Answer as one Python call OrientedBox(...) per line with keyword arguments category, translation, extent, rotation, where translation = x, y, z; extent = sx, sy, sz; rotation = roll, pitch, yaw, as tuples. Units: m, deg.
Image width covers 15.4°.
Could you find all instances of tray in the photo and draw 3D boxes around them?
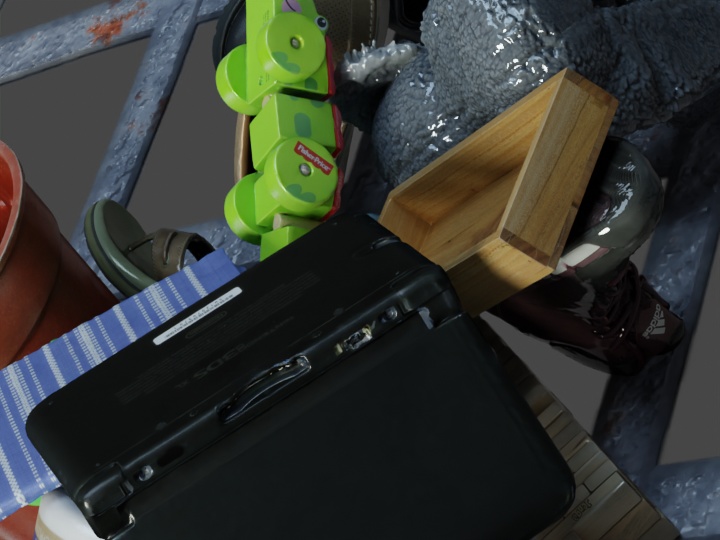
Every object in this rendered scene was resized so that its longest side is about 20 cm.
OrientedBox(category="tray", translation=(0.053, -0.020, 1.329), extent=(0.200, 0.037, 0.099), rotation=(-32, 31, 60))

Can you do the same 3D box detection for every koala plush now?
OrientedBox(category="koala plush", translation=(0.074, -0.100, 1.450), extent=(0.200, 0.178, 0.184), rotation=(-40, 1, 39))

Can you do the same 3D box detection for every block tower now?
OrientedBox(category="block tower", translation=(0.089, 0.092, 1.351), extent=(0.058, 0.054, 0.200), rotation=(-43, 35, 4))

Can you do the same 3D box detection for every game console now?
OrientedBox(category="game console", translation=(-0.032, 0.087, 1.248), extent=(0.199, 0.117, 0.176), rotation=(-32, 26, -10))

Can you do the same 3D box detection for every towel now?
OrientedBox(category="towel", translation=(-0.131, 0.063, 1.349), extent=(0.199, 0.024, 0.145), rotation=(-30, 25, -7))

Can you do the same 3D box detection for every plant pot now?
OrientedBox(category="plant pot", translation=(-0.216, 0.059, 1.572), extent=(0.200, 0.195, 0.202), rotation=(-27, 38, 23))

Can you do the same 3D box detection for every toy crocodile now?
OrientedBox(category="toy crocodile", translation=(-0.036, -0.078, 1.444), extent=(0.067, 0.061, 0.201), rotation=(-38, 51, 54))

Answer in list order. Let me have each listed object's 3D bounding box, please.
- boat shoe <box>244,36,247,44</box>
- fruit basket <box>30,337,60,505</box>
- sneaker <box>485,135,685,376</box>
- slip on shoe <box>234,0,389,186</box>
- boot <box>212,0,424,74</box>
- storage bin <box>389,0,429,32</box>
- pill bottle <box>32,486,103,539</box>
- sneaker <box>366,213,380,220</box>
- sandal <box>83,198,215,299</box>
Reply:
OrientedBox(category="boat shoe", translation=(-0.043, -0.135, 1.621), extent=(0.063, 0.074, 0.203), rotation=(6, 99, 18))
OrientedBox(category="fruit basket", translation=(-0.080, 0.128, 1.447), extent=(0.215, 0.155, 0.217), rotation=(9, 104, 40))
OrientedBox(category="sneaker", translation=(0.130, 0.000, 1.339), extent=(0.076, 0.115, 0.200), rotation=(-63, 15, -18))
OrientedBox(category="slip on shoe", translation=(-0.036, -0.115, 1.534), extent=(0.076, 0.201, 0.061), rotation=(26, 30, 22))
OrientedBox(category="boot", translation=(0.011, -0.168, 1.679), extent=(0.200, 0.077, 0.168), rotation=(-41, 30, -6))
OrientedBox(category="storage bin", translation=(0.095, -0.238, 1.545), extent=(0.199, 0.135, 0.094), rotation=(-20, 60, -8))
OrientedBox(category="pill bottle", translation=(-0.120, 0.210, 1.327), extent=(0.116, 0.115, 0.201), rotation=(30, 112, 54))
OrientedBox(category="sneaker", translation=(0.000, 0.000, 1.510), extent=(0.200, 0.074, 0.082), rotation=(8, 62, 55))
OrientedBox(category="sandal", translation=(-0.102, 0.013, 1.612), extent=(0.057, 0.080, 0.201), rotation=(-49, 44, 2))
